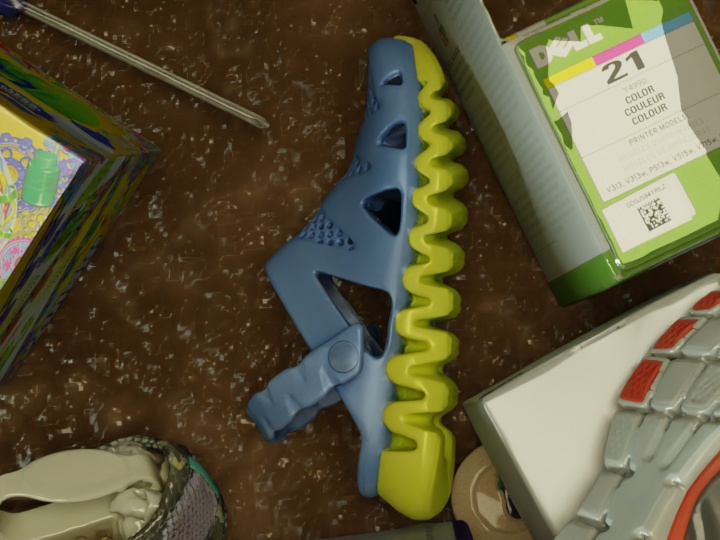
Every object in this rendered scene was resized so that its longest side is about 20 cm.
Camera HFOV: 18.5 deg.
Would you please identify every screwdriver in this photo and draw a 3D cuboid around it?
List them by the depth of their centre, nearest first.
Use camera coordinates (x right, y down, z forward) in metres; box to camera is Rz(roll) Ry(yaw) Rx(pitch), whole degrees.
[{"bbox_3d":[-0.129,-0.104,0.939,0.200,0.029,0.028,26,85,-4],"label":"screwdriver"}]

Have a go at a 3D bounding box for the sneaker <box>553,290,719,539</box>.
[{"bbox_3d":[0.136,0.085,0.831,0.082,0.077,0.200,39,82,-27],"label":"sneaker"}]

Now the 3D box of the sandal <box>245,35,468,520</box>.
[{"bbox_3d":[0.000,0.000,0.913,0.087,0.079,0.200,4,81,11],"label":"sandal"}]

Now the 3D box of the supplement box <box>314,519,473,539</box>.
[{"bbox_3d":[0.007,0.209,0.871,0.103,0.101,0.200,-8,90,1],"label":"supplement box"}]

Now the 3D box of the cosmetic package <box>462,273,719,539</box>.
[{"bbox_3d":[0.136,0.113,0.892,0.113,0.081,0.200,-26,86,-5],"label":"cosmetic package"}]

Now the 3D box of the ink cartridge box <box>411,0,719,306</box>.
[{"bbox_3d":[0.079,-0.094,0.886,0.076,0.148,0.200,-25,87,-5],"label":"ink cartridge box"}]

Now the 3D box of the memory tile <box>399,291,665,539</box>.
[{"bbox_3d":[0.116,0.118,0.937,0.200,0.017,0.153,-42,88,-5],"label":"memory tile"}]

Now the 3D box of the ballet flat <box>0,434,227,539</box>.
[{"bbox_3d":[-0.155,0.111,0.895,0.200,0.072,0.072,-18,87,-6],"label":"ballet flat"}]

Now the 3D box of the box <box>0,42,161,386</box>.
[{"bbox_3d":[-0.202,-0.049,0.838,0.200,0.193,0.122,33,95,-1],"label":"box"}]
